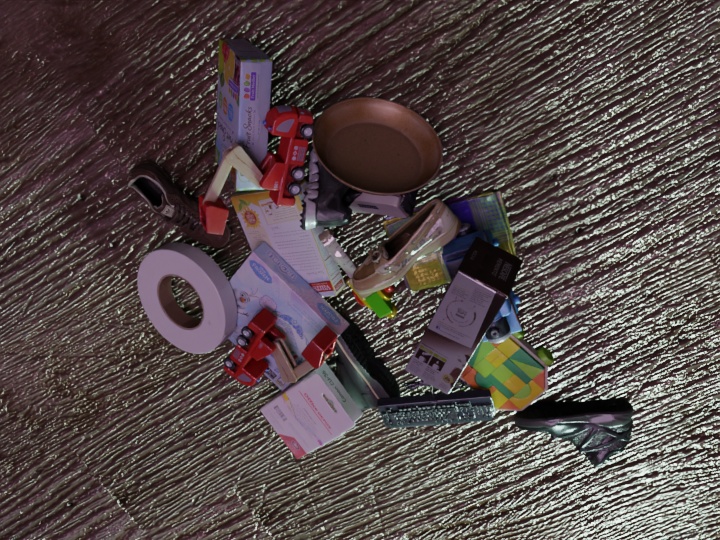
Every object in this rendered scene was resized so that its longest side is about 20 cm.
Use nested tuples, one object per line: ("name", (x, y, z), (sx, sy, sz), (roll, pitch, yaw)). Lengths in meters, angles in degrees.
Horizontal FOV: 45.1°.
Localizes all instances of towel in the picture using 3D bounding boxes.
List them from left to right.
("towel", (0.148, -0.046, 1.420), (0.199, 0.023, 0.144), (-12, 110, 17))

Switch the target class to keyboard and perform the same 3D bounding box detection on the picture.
("keyboard", (0.127, 0.228, 1.492), (0.199, 0.021, 0.127), (-8, 129, 13))

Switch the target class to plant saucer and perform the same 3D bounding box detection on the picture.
("plant saucer", (0.023, -0.180, 1.306), (0.200, 0.201, 0.035), (19, 143, 3))

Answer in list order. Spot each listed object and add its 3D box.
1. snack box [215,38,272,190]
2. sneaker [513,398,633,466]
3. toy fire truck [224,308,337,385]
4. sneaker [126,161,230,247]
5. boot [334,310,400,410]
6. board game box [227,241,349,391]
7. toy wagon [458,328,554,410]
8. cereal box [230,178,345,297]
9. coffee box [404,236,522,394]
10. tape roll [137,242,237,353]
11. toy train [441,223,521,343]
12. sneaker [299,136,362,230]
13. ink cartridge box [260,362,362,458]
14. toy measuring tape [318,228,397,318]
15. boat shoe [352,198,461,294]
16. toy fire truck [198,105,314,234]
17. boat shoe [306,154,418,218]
("snack box", (-0.182, -0.242, 1.334), (0.053, 0.142, 0.201), (-4, 118, -21))
("sneaker", (0.367, 0.283, 1.493), (0.199, 0.076, 0.115), (-3, 107, 7))
("toy fire truck", (-0.137, 0.140, 1.444), (0.141, 0.049, 0.200), (38, 131, 5))
("sneaker", (-0.312, -0.099, 1.462), (0.200, 0.076, 0.070), (39, 115, -6))
("boot", (-0.040, 0.179, 1.535), (0.138, 0.077, 0.200), (-27, 105, 26))
("board game box", (-0.148, 0.083, 1.486), (0.200, 0.043, 0.199), (44, 131, 0))
("toy wagon", (0.225, 0.155, 1.485), (0.200, 0.040, 0.155), (41, 115, -8))
("cereal box", (-0.120, -0.047, 1.441), (0.144, 0.040, 0.201), (-4, 117, 34))
("coffee box", (0.151, 0.066, 1.270), (0.080, 0.113, 0.200), (29, 125, 6))
("tape roll", (-0.303, 0.050, 1.512), (0.202, 0.037, 0.203), (15, 121, 26))
("toy train", (0.192, 0.025, 1.368), (0.086, 0.114, 0.201), (-17, 109, 18))
("sneaker", (-0.038, -0.143, 1.330), (0.090, 0.201, 0.067), (5, 145, 1))
("ink cartridge box", (-0.077, 0.242, 1.522), (0.117, 0.067, 0.200), (53, 137, 0))
("toy measuring tape", (0.000, 0.000, 1.440), (0.073, 0.074, 0.200), (-30, 112, 22))
("boat shoe", (0.060, -0.039, 1.353), (0.200, 0.073, 0.063), (-37, 124, 11))
("toy fire truck", (-0.155, -0.150, 1.278), (0.141, 0.049, 0.201), (4, 114, -26))
("boat shoe", (0.006, -0.145, 1.388), (0.199, 0.075, 0.093), (12, 76, 26))
